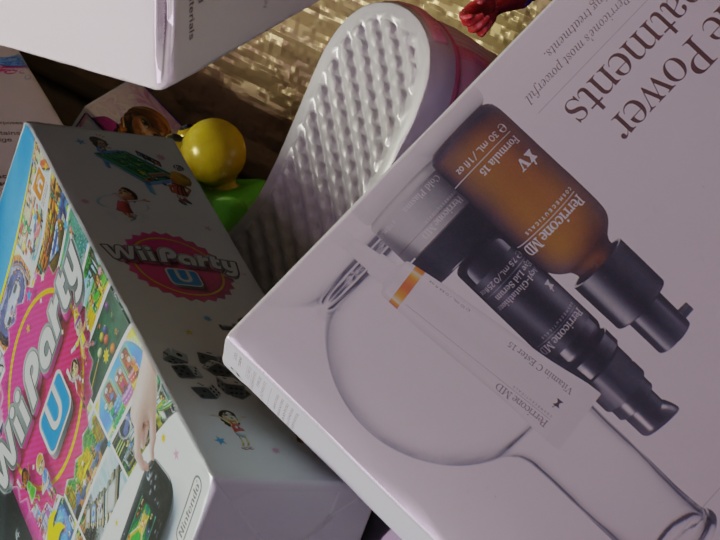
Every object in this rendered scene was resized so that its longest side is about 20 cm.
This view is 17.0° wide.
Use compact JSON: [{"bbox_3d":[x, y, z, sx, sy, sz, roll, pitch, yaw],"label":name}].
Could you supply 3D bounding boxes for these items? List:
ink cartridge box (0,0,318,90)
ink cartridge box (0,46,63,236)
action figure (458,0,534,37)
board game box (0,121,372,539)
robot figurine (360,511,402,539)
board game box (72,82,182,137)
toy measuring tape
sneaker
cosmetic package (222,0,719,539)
[{"bbox_3d":[-0.068,-0.145,0.820,0.147,0.200,0.086,15,122,26],"label":"ink cartridge box"},{"bbox_3d":[-0.182,-0.021,0.971,0.200,0.083,0.146,54,137,46],"label":"ink cartridge box"},{"bbox_3d":[0.075,-0.071,0.798,0.065,0.099,0.202,-17,74,34],"label":"action figure"},{"bbox_3d":[-0.078,0.066,0.819,0.200,0.064,0.148,56,133,47],"label":"board game box"},{"bbox_3d":[0.053,0.115,0.801,0.124,0.150,0.201,-35,88,-1],"label":"robot figurine"},{"bbox_3d":[-0.085,0.054,1.042,0.200,0.041,0.200,47,130,4],"label":"board game box"},{"bbox_3d":[-0.088,0.026,0.954,0.073,0.073,0.201,28,117,19],"label":"toy measuring tape"},{"bbox_3d":[0.000,0.000,0.896,0.075,0.104,0.201,41,108,34],"label":"sneaker"},{"bbox_3d":[0.080,0.005,0.714,0.151,0.200,0.052,43,169,3],"label":"cosmetic package"}]
